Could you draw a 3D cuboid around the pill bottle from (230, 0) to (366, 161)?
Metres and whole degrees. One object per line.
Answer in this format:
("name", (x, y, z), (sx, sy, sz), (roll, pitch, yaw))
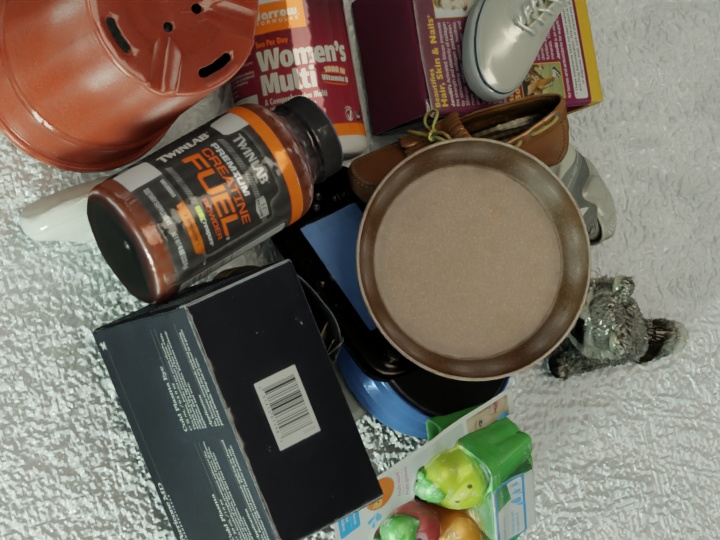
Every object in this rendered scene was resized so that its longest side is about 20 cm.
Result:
("pill bottle", (-0.062, -0.190, 1.721), (0.109, 0.109, 0.202), (-9, 87, -31))

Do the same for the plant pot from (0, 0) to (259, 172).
("plant pot", (-0.187, -0.193, 1.596), (0.199, 0.195, 0.203), (5, 81, -30))

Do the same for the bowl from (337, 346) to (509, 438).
("bowl", (0.059, 0.048, 1.778), (0.199, 0.039, 0.202), (14, 68, -36))

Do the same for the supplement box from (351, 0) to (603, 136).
("supplement box", (0.108, -0.199, 1.827), (0.199, 0.103, 0.132), (-6, 85, -32))

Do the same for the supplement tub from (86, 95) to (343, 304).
("supplement tub", (-0.111, -0.064, 1.592), (0.199, 0.107, 0.108), (-33, 100, -24))

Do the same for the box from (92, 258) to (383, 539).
("box", (-0.099, 0.110, 1.573), (0.104, 0.182, 0.201), (-24, 96, -31))

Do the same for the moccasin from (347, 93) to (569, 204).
("moccasin", (0.085, -0.106, 1.719), (0.200, 0.078, 0.074), (-12, 46, -6))

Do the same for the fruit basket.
("fruit basket", (0.065, 0.216, 1.716), (0.200, 0.093, 0.186), (-36, 140, -29))

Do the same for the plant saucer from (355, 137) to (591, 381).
("plant saucer", (0.092, -0.009, 1.661), (0.198, 0.034, 0.202), (1, 85, -8))

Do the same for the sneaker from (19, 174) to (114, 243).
("sneaker", (-0.183, -0.037, 1.654), (0.199, 0.075, 0.089), (-15, 103, -33))

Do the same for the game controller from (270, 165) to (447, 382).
("game controller", (0.000, 0.000, 1.697), (0.104, 0.042, 0.201), (-28, 73, -22))

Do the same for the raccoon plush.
("raccoon plush", (0.256, 0.041, 1.862), (0.199, 0.134, 0.098), (-10, 87, -31))

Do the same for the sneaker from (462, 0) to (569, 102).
("sneaker", (0.150, -0.240, 1.758), (0.073, 0.071, 0.201), (33, 66, -21))

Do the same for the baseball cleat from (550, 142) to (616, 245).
("baseball cleat", (0.192, -0.032, 1.855), (0.106, 0.070, 0.201), (29, 56, -25))

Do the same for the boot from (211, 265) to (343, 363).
("boot", (-0.052, 0.085, 1.654), (0.075, 0.097, 0.201), (-34, 100, -30))

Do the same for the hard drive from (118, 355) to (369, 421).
("hard drive", (-0.092, 0.110, 1.704), (0.200, 0.033, 0.140), (-37, 102, -30))

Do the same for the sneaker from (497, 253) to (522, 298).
("sneaker", (0.104, -0.041, 1.768), (0.201, 0.087, 0.074), (-87, 165, -45))
